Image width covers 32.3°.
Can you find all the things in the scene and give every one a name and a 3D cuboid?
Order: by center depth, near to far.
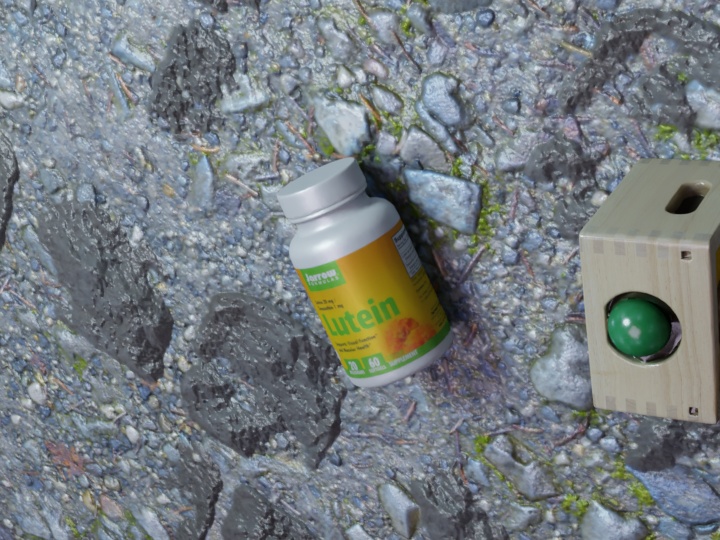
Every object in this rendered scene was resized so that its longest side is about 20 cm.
[{"bbox_3d":[0.263,0.035,0.977,0.142,0.200,0.184,5,119,29],"label":"pounding toy"},{"bbox_3d":[0.000,0.000,1.179,0.111,0.111,0.200,-15,107,37],"label":"pill bottle"}]
